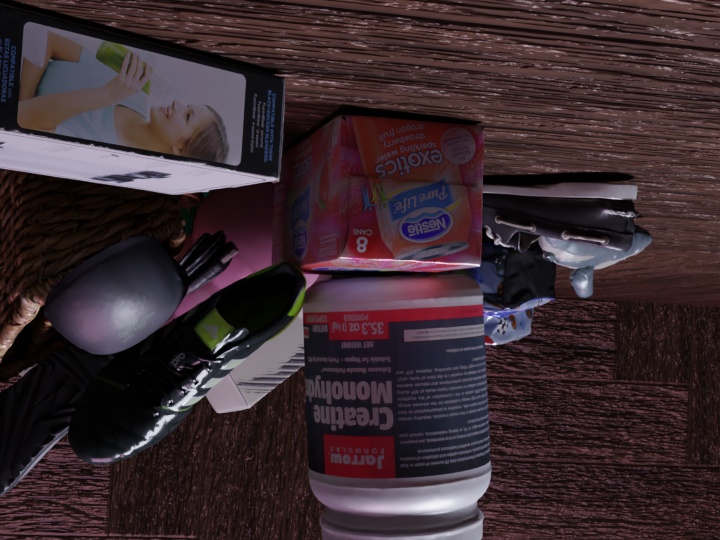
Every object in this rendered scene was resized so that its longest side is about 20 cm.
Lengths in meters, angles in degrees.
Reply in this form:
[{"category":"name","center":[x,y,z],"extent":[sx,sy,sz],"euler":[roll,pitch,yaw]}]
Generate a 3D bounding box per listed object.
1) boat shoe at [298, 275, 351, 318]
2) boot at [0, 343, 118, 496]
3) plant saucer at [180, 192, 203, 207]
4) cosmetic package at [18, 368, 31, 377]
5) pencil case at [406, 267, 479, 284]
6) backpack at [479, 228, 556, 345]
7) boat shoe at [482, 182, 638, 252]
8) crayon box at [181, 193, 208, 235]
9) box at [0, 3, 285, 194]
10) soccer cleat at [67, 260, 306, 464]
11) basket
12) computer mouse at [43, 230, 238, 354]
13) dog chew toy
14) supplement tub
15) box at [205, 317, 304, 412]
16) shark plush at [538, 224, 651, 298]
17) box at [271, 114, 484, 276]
[{"category":"boat shoe","center":[0.000,0.000,0.993],"extent":[0.063,0.073,0.200],"euler":[37,-142,-1]},{"category":"boot","center":[-0.266,0.125,0.847],"extent":[0.200,0.076,0.168],"euler":[-37,176,3]},{"category":"plant saucer","center":[-0.240,-0.082,0.893],"extent":[0.200,0.032,0.200],"euler":[3,177,0]},{"category":"cosmetic package","center":[-0.335,0.008,0.947],"extent":[0.105,0.200,0.071],"euler":[-39,-171,33]},{"category":"pencil case","center":[0.068,0.003,0.930],"extent":[0.078,0.087,0.200],"euler":[27,-156,-10]},{"category":"backpack","center":[0.114,0.005,1.130],"extent":[0.190,0.154,0.200],"euler":[13,-176,25]},{"category":"boat shoe","center":[0.145,-0.046,0.878],"extent":[0.200,0.060,0.074],"euler":[2,-177,33]},{"category":"crayon box","center":[-0.113,-0.049,1.086],"extent":[0.200,0.058,0.119],"euler":[5,176,-32]},{"category":"box","center":[-0.153,-0.085,0.527],"extent":[0.200,0.060,0.117],"euler":[7,175,-40]},{"category":"soccer cleat","center":[-0.120,0.058,0.699],"extent":[0.200,0.068,0.081],"euler":[-39,174,-22]},{"category":"basket","center":[-0.214,0.001,0.774],"extent":[0.143,0.149,0.200],"euler":[7,151,-32]},{"category":"computer mouse","center":[-0.153,0.022,0.701],"extent":[0.138,0.053,0.200],"euler":[-35,177,0]},{"category":"dog chew toy","center":[-0.123,0.005,0.917],"extent":[0.200,0.125,0.124],"euler":[-44,154,21]},{"category":"supplement tub","center":[0.028,0.105,0.765],"extent":[0.140,0.200,0.140],"euler":[-3,178,0]},{"category":"box","center":[-0.080,0.066,1.060],"extent":[0.200,0.068,0.082],"euler":[-37,-170,-33]},{"category":"shark plush","center":[0.223,-0.052,1.021],"extent":[0.083,0.091,0.200],"euler":[-22,142,31]},{"category":"box","center":[0.004,-0.046,0.723],"extent":[0.102,0.095,0.200],"euler":[3,177,-18]}]
